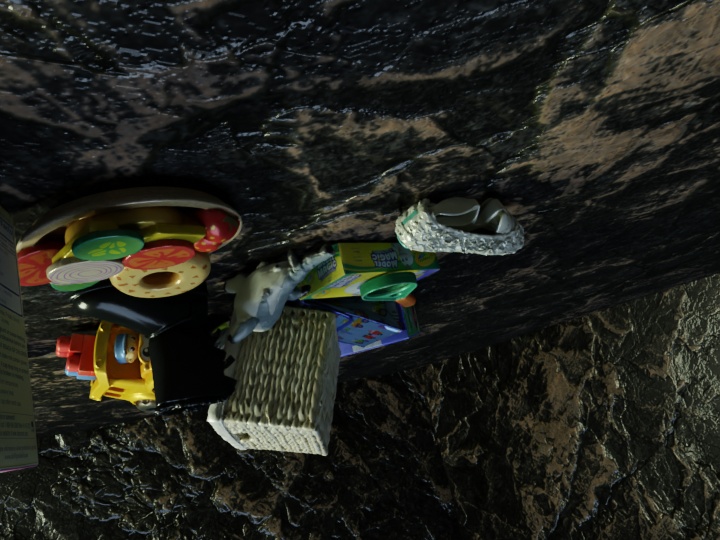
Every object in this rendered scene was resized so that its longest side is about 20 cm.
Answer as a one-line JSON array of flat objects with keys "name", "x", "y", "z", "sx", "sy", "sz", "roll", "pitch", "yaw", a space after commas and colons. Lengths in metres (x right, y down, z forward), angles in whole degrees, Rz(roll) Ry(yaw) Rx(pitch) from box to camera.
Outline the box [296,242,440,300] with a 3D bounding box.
[{"name": "box", "x": 0.000, "y": 0.000, "z": 0.845, "sx": 0.200, "sy": 0.049, "sz": 0.117, "roll": -1, "pitch": 161, "yaw": -38}]

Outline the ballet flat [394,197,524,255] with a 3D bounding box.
[{"name": "ballet flat", "x": 0.133, "y": -0.055, "z": 0.719, "sx": 0.199, "sy": 0.072, "sz": 0.072, "roll": -4, "pitch": 164, "yaw": -34}]

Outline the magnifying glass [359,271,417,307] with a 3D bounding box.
[{"name": "magnifying glass", "x": 0.053, "y": 0.033, "z": 0.890, "sx": 0.079, "sy": 0.022, "sz": 0.200, "roll": -17, "pitch": 168, "yaw": 11}]

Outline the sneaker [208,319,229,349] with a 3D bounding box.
[{"name": "sneaker", "x": -0.259, "y": 0.139, "z": 1.077, "sx": 0.074, "sy": 0.081, "sz": 0.200, "roll": -11, "pitch": 166, "yaw": -11}]

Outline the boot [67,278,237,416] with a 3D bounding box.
[{"name": "boot", "x": -0.241, "y": 0.092, "z": 0.731, "sx": 0.073, "sy": 0.163, "sz": 0.198, "roll": -23, "pitch": 164, "yaw": 30}]

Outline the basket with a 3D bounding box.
[{"name": "basket", "x": -0.123, "y": 0.173, "z": 0.961, "sx": 0.160, "sy": 0.201, "sz": 0.198, "roll": 4, "pitch": 153, "yaw": 4}]

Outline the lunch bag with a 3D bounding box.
[{"name": "lunch bag", "x": -0.048, "y": 0.064, "z": 1.015, "sx": 0.199, "sy": 0.094, "sz": 0.151, "roll": 8, "pitch": 160, "yaw": -24}]

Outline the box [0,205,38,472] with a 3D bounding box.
[{"name": "box", "x": -0.332, "y": 0.053, "z": 0.406, "sx": 0.175, "sy": 0.201, "sz": 0.097, "roll": -10, "pitch": 167, "yaw": -13}]

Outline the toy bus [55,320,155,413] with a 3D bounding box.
[{"name": "toy bus", "x": -0.337, "y": 0.123, "z": 0.887, "sx": 0.191, "sy": 0.136, "sz": 0.200, "roll": 13, "pitch": 153, "yaw": -27}]

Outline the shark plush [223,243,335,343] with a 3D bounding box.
[{"name": "shark plush", "x": -0.104, "y": 0.016, "z": 0.788, "sx": 0.083, "sy": 0.091, "sz": 0.200, "roll": 16, "pitch": 126, "yaw": -39}]

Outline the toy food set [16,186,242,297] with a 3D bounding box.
[{"name": "toy food set", "x": -0.206, "y": -0.019, "z": 0.553, "sx": 0.198, "sy": 0.049, "sz": 0.200, "roll": -2, "pitch": 163, "yaw": -45}]

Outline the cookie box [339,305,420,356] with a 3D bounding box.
[{"name": "cookie box", "x": 0.023, "y": 0.116, "z": 1.222, "sx": 0.171, "sy": 0.075, "sz": 0.200, "roll": -16, "pitch": 175, "yaw": 10}]
